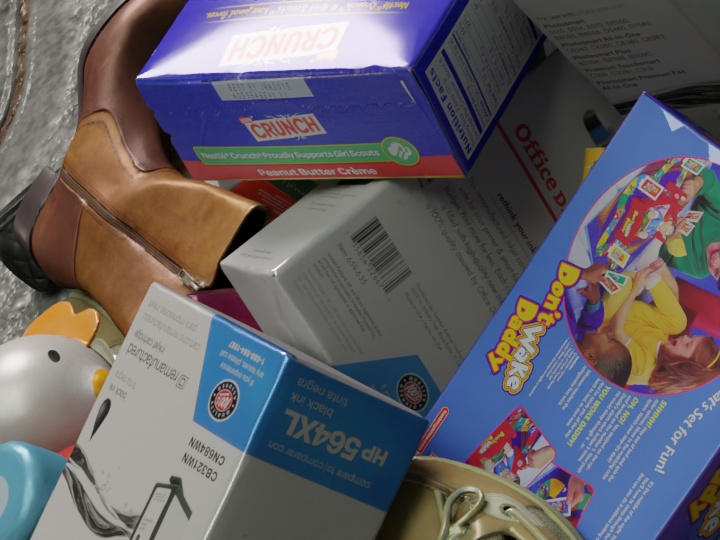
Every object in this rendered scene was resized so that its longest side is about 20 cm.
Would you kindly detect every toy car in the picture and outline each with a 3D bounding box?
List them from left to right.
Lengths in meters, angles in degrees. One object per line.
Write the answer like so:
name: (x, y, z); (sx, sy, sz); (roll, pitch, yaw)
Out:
toy car: (-0.149, 0.094, 1.295); (0.177, 0.184, 0.201); (-29, 53, 34)

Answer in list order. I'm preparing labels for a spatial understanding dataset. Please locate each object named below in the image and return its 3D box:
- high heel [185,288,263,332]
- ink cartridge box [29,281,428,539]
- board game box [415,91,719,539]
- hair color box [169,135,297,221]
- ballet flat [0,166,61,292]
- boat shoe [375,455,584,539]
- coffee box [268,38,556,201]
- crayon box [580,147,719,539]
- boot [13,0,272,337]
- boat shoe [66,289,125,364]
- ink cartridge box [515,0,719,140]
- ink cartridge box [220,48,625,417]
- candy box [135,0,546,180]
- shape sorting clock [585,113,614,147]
high heel: (0.000, 0.000, 1.296); (0.067, 0.096, 0.200); (-12, 25, 51)
ink cartridge box: (-0.075, 0.124, 1.115); (0.146, 0.084, 0.201); (23, 87, 58)
board game box: (0.123, 0.042, 1.107); (0.134, 0.045, 0.200); (41, 102, 36)
hair color box: (-0.058, -0.063, 1.431); (0.200, 0.061, 0.102); (-33, 40, 41)
ballet flat: (-0.143, -0.065, 1.567); (0.200, 0.057, 0.066); (-37, 13, 7)
boat shoe: (0.065, 0.142, 1.052); (0.201, 0.063, 0.073); (43, 103, 33)
coffee box: (0.029, -0.112, 1.310); (0.123, 0.044, 0.200); (36, 73, 28)
crayon box: (0.155, 0.045, 1.145); (0.125, 0.052, 0.201); (0, 77, 36)
boot: (-0.108, -0.059, 1.379); (0.189, 0.068, 0.200); (-57, 33, -1)
boat shoe: (-0.124, 0.072, 1.410); (0.066, 0.074, 0.200); (-47, 39, -4)
ink cartridge box: (0.171, -0.140, 1.198); (0.084, 0.200, 0.146); (-3, 58, 41)
ink cartridge box: (0.047, -0.014, 1.225); (0.200, 0.116, 0.067); (-39, 19, -19)
candy box: (0.012, -0.137, 1.221); (0.169, 0.077, 0.200); (2, 47, 37)
shape sorting clock: (0.095, -0.113, 1.362); (0.199, 0.039, 0.200); (-23, 39, 20)
